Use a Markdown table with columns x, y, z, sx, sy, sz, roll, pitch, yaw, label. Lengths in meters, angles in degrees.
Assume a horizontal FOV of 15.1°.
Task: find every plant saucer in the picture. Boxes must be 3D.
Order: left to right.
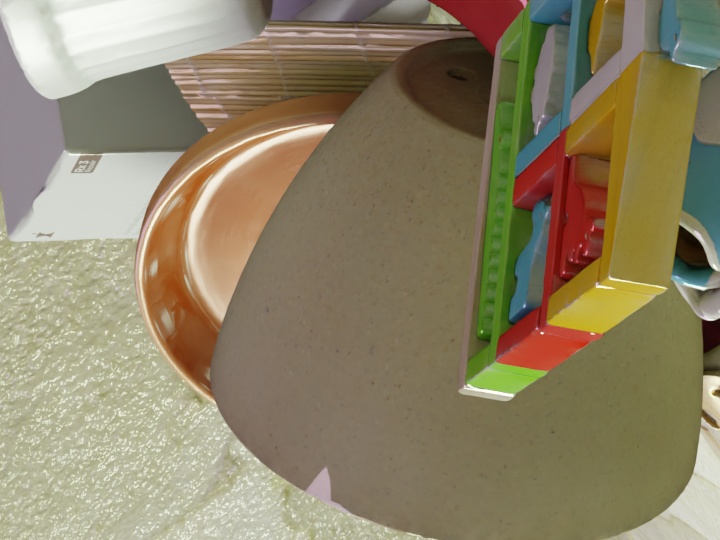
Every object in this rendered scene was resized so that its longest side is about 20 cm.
| x | y | z | sx | sy | sz | roll | pitch | yaw | label |
| --- | --- | --- | --- | --- | --- | --- | --- | --- | --- |
| 0.000 | 0.000 | 1.213 | 0.200 | 0.200 | 0.032 | 50 | -151 | -33 | plant saucer |

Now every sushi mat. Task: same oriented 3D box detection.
| x | y | z | sx | sy | sz | roll | pitch | yaw | label |
| --- | --- | --- | --- | --- | --- | --- | --- | --- | --- |
| 0.013 | -0.078 | 1.172 | 0.200 | 0.012 | 0.096 | 3 | 150 | 23 | sushi mat |

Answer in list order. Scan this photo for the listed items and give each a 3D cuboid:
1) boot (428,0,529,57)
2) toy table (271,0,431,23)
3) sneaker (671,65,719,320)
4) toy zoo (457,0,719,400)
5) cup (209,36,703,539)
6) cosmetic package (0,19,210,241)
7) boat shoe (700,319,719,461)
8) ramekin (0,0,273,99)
| x | y | z | sx | sy | sz | roll | pitch | yaw | label |
| --- | --- | --- | --- | --- | --- | --- | --- | --- | --- |
| 0.037 | -0.114 | 1.051 | 0.144 | 0.072 | 0.200 | 47 | 172 | -14 | boot |
| -0.002 | -0.062 | 1.309 | 0.117 | 0.184 | 0.200 | 59 | 169 | 15 | toy table |
| 0.124 | -0.027 | 0.901 | 0.077 | 0.081 | 0.200 | 45 | 177 | 11 | sneaker |
| 0.071 | -0.042 | 0.856 | 0.020 | 0.131 | 0.200 | 10 | 165 | -10 | toy zoo |
| 0.050 | -0.006 | 1.068 | 0.200 | 0.200 | 0.143 | 43 | 132 | 43 | cup |
| -0.133 | -0.124 | 1.304 | 0.113 | 0.081 | 0.200 | 136 | 126 | -61 | cosmetic package |
| 0.161 | 0.037 | 1.155 | 0.200 | 0.074 | 0.069 | 46 | -178 | 21 | boat shoe |
| -0.097 | -0.176 | 1.099 | 0.200 | 0.098 | 0.201 | -9 | -90 | -87 | ramekin |
